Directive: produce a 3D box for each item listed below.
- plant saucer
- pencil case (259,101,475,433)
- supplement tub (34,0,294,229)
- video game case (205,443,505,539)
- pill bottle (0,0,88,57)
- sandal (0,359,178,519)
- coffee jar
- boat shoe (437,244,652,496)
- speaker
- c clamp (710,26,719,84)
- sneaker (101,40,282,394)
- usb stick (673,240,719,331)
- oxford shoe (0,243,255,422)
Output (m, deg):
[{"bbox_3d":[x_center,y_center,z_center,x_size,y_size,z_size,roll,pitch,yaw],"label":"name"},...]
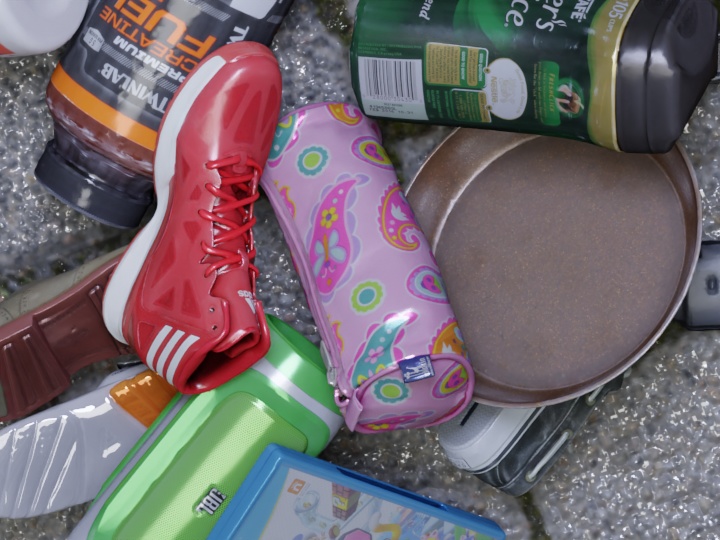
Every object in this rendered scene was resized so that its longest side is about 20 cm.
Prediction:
[{"bbox_3d":[0.110,-0.011,1.656,0.199,0.034,0.201,-10,65,23],"label":"plant saucer"},{"bbox_3d":[0.000,0.000,1.638,0.087,0.087,0.201,-25,59,9],"label":"pencil case"},{"bbox_3d":[-0.115,-0.126,1.662,0.107,0.107,0.201,29,101,-1],"label":"supplement tub"},{"bbox_3d":[-0.018,0.188,1.690,0.199,0.018,0.143,23,105,-42],"label":"video game case"},{"bbox_3d":[-0.265,-0.174,1.645,0.199,0.111,0.112,-3,101,28],"label":"pill bottle"},{"bbox_3d":[-0.142,0.091,1.722,0.205,0.059,0.080,-14,108,-8],"label":"sandal"},{"bbox_3d":[0.101,-0.124,1.620,0.199,0.104,0.086,9,123,19],"label":"coffee jar"},{"bbox_3d":[0.127,0.045,1.695,0.200,0.072,0.071,-50,125,1],"label":"boat shoe"},{"bbox_3d":[-0.092,0.124,1.666,0.088,0.088,0.200,39,95,-3],"label":"speaker"},{"bbox_3d":[0.225,-0.200,1.663,0.170,0.027,0.200,-33,97,15],"label":"c clamp"},{"bbox_3d":[-0.070,-0.020,1.612,0.078,0.115,0.201,0,120,-39],"label":"sneaker"},{"bbox_3d":[0.284,0.007,1.688,0.199,0.033,0.056,-2,98,6],"label":"usb stick"},{"bbox_3d":[-0.161,0.015,1.713,0.199,0.075,0.071,-25,122,-11],"label":"oxford shoe"}]
